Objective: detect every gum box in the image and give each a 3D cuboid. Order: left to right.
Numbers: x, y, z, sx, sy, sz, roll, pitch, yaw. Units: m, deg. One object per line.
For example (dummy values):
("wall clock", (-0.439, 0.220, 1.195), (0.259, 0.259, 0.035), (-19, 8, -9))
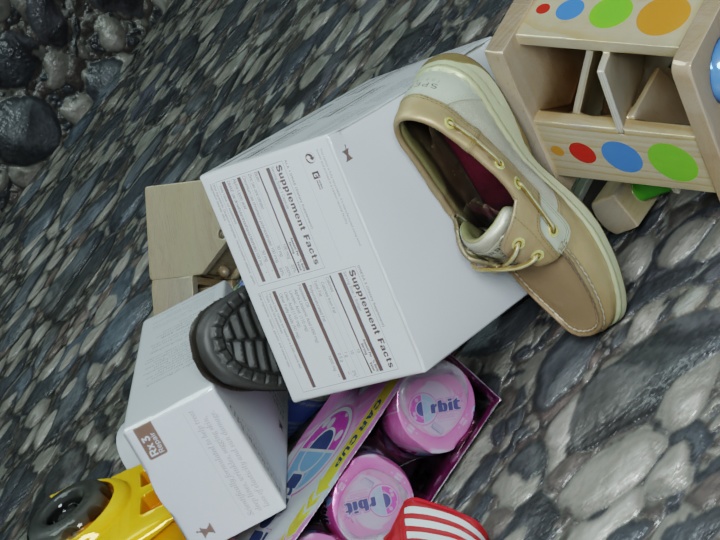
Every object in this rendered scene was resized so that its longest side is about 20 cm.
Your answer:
("gum box", (-0.007, 0.144, 1.597), (0.201, 0.066, 0.113), (-55, 15, -14))

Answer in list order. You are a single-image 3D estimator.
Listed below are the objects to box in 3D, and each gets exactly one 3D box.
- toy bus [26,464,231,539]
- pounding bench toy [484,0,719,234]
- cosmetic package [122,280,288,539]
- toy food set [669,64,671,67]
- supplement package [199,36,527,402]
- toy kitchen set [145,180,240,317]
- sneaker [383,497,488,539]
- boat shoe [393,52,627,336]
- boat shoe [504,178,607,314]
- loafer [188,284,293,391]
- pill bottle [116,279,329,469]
("toy bus", (-0.121, 0.203, 1.707), (0.191, 0.136, 0.200), (-30, 22, 10))
("pounding bench toy", (0.197, -0.100, 1.507), (0.155, 0.201, 0.125), (9, 53, 34))
("cosmetic package", (-0.099, 0.093, 1.641), (0.074, 0.102, 0.200), (-27, 19, 7))
("toy food set", (0.265, -0.205, 1.638), (0.200, 0.049, 0.198), (-50, 14, -9))
("supplement package", (0.023, -0.034, 1.553), (0.110, 0.157, 0.200), (-16, 12, 40))
("toy kitchen set", (-0.049, 0.011, 2.040), (0.198, 0.182, 0.163), (-6, -6, 22))
("sneaker", (0.002, 0.207, 1.458), (0.199, 0.079, 0.116), (-26, 18, 30))
("boat shoe", (0.085, -0.033, 1.489), (0.074, 0.200, 0.066), (-23, 19, 48))
("boat shoe", (0.134, -0.051, 1.661), (0.072, 0.060, 0.202), (42, 110, 31))
("loafer", (-0.044, 0.040, 1.593), (0.071, 0.074, 0.199), (-17, -3, 40))
("pill bottle", (-0.094, 0.088, 1.876), (0.200, 0.112, 0.112), (-44, 17, 23))
